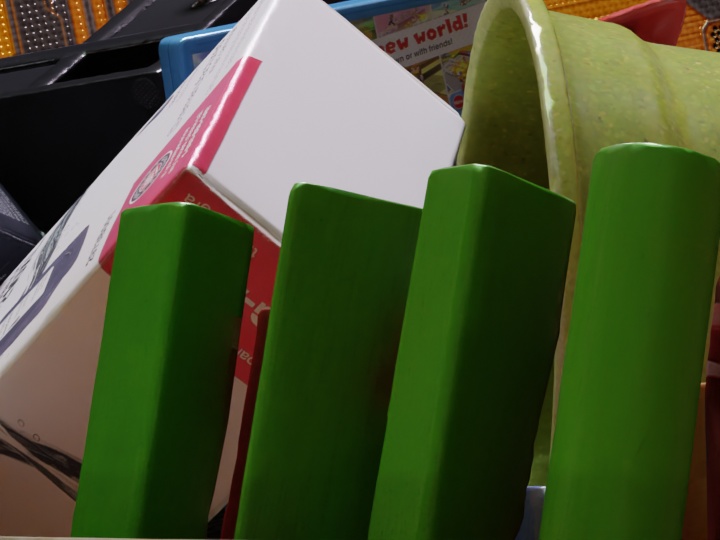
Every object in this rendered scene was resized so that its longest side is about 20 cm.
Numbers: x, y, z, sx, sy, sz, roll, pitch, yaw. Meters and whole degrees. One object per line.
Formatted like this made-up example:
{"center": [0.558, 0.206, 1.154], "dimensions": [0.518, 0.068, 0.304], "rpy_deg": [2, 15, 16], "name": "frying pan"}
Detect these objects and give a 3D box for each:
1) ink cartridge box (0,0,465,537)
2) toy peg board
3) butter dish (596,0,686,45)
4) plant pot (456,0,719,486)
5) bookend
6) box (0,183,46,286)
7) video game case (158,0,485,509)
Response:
{"center": [-0.068, 0.022, 0.848], "dimensions": [0.200, 0.084, 0.145], "rpy_deg": [-45, 13, 29], "name": "ink cartridge box"}
{"center": [0.048, 0.048, 0.556], "dimensions": [0.200, 0.098, 0.199], "rpy_deg": [-4, -19, 45], "name": "toy peg board"}
{"center": [0.082, 0.007, 1.118], "dimensions": [0.200, 0.148, 0.200], "rpy_deg": [-21, -34, -39], "name": "butter dish"}
{"center": [0.133, 0.010, 0.819], "dimensions": [0.184, 0.201, 0.200], "rpy_deg": [-1, 5, -6], "name": "plant pot"}
{"center": [-0.108, -0.066, 1.081], "dimensions": [0.198, 0.092, 0.200], "rpy_deg": [-7, 24, 28], "name": "bookend"}
{"center": [-0.236, 0.008, 0.900], "dimensions": [0.200, 0.104, 0.182], "rpy_deg": [-41, -12, 3], "name": "box"}
{"center": [0.000, 0.000, 0.984], "dimensions": [0.143, 0.200, 0.018], "rpy_deg": [-15, 13, -35], "name": "video game case"}
